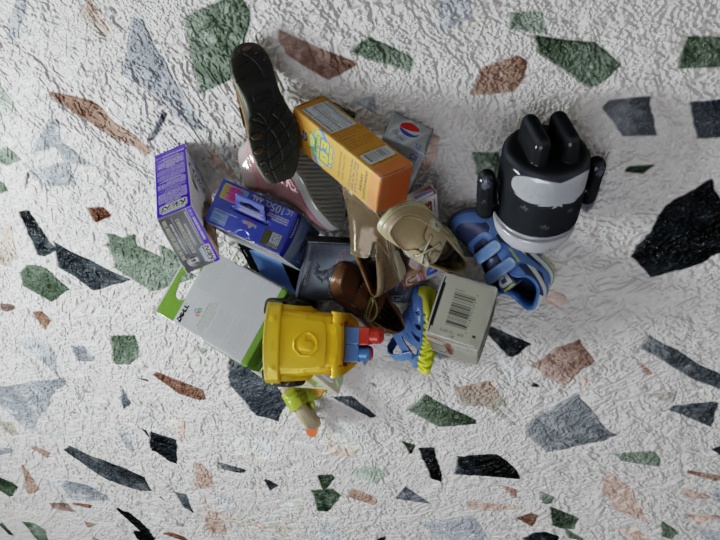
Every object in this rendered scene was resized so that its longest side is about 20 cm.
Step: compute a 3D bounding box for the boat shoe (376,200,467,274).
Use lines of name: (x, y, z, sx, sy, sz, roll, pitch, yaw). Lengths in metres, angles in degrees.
boat shoe: (0.097, -0.043, 1.350, 0.072, 0.065, 0.199, -44, 146, 13)

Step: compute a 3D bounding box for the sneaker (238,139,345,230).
sneaker: (-0.113, -0.136, 1.444, 0.104, 0.076, 0.201, -22, 118, 40)

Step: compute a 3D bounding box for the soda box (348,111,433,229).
soda box: (0.043, -0.135, 1.380, 0.067, 0.064, 0.201, 22, 138, 0)

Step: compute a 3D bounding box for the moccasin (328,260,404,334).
moccasin: (0.013, 0.049, 1.480, 0.077, 0.074, 0.202, 13, 153, 35)

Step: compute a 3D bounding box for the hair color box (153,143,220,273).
hair color box: (-0.276, -0.102, 1.457, 0.064, 0.201, 0.110, -21, 128, 3)

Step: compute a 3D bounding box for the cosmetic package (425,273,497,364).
cosmetic package: (0.160, 0.079, 1.444, 0.086, 0.105, 0.200, 17, 170, 10)

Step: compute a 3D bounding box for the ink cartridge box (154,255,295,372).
ink cartridge box: (-0.232, 0.060, 1.596, 0.198, 0.149, 0.076, 28, 173, 16)

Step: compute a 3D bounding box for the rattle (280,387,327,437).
rattle: (-0.082, 0.249, 1.841, 0.130, 0.143, 0.201, 35, 165, 37)

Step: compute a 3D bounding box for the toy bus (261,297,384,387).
toy bus: (-0.055, 0.113, 1.469, 0.189, 0.138, 0.200, 0, 177, 6)

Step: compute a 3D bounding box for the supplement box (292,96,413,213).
supplement box: (-0.016, -0.167, 1.305, 0.200, 0.068, 0.067, 43, 142, 32)

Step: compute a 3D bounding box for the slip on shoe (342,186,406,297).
slip on shoe: (0.011, -0.045, 1.378, 0.076, 0.061, 0.201, 26, 150, 38)

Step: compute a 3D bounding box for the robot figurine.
robot figurine: (0.246, -0.119, 1.264, 0.149, 0.125, 0.202, 21, 138, 19)

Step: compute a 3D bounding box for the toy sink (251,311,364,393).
toy sink: (-0.091, 0.149, 1.655, 0.197, 0.114, 0.130, 1, 157, 23)

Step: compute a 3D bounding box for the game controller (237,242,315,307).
game controller: (-0.149, 0.002, 1.618, 0.103, 0.042, 0.202, -1, 131, 25)

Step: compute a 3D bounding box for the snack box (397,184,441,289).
snack box: (0.087, -0.048, 1.420, 0.071, 0.024, 0.201, -25, 145, -10)

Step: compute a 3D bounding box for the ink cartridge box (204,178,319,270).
ink cartridge box: (-0.154, -0.071, 1.436, 0.135, 0.077, 0.200, 24, 177, 11)

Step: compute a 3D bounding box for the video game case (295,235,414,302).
video game case: (0.000, 0.000, 1.508, 0.197, 0.019, 0.144, 1, 139, -13)

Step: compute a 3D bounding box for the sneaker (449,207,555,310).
sneaker: (0.216, -0.018, 1.406, 0.199, 0.083, 0.074, 38, 137, -12)

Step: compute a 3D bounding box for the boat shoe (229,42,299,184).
boat shoe: (-0.139, -0.228, 1.333, 0.075, 0.074, 0.203, -15, 100, -12)

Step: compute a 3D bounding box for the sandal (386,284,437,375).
sandal: (0.089, 0.102, 1.583, 0.086, 0.080, 0.202, 12, 134, 10)
